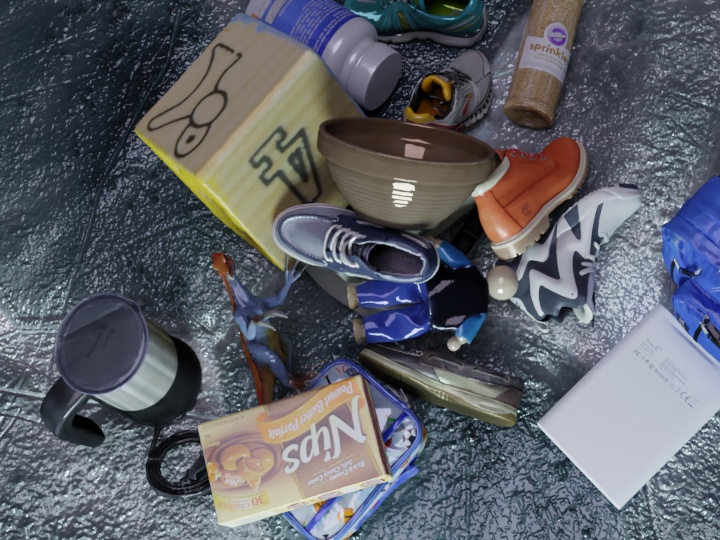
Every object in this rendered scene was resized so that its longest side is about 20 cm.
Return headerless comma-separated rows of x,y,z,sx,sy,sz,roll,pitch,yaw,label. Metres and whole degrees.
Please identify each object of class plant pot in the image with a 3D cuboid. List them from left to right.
0.045,-0.103,1.336,0.198,0.201,0.094,14,108,16,plant pot

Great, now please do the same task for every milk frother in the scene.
-0.250,0.154,1.414,0.198,0.188,0.182,23,79,19,milk frother

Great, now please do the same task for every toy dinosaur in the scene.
-0.127,0.070,1.395,0.181,0.105,0.200,42,107,-3,toy dinosaur

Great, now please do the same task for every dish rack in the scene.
0.072,-0.082,1.492,0.199,0.055,0.154,33,81,21,dish rack

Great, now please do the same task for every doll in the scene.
0.085,0.027,1.392,0.197,0.048,0.139,-10,85,4,doll

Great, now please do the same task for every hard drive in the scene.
0.318,0.153,1.373,0.200,0.025,0.132,-43,69,-4,hard drive

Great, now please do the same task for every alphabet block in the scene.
-0.117,-0.156,1.454,0.200,0.197,0.195,-47,40,-5,alphabet block

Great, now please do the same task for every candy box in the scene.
-0.073,0.204,1.351,0.197,0.055,0.117,-17,74,5,candy box

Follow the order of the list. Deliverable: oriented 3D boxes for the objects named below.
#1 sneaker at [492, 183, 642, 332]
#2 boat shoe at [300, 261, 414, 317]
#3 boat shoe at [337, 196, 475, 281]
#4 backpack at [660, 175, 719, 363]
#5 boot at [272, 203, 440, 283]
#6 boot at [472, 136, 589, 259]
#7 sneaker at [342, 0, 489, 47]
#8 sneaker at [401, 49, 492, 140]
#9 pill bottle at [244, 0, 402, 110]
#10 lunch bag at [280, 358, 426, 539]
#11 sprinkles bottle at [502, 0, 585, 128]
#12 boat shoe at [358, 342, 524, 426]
0.266,-0.003,1.409,0.197,0.080,0.131,-31,69,1,sneaker
0.000,0.000,1.478,0.199,0.073,0.068,33,60,26,boat shoe
0.048,-0.064,1.433,0.200,0.070,0.072,-34,59,-5,boat shoe
0.418,0.004,1.327,0.167,0.163,0.200,-40,70,-2,backpack
-0.010,-0.031,1.339,0.197,0.090,0.074,11,94,9,boot
0.198,-0.116,1.419,0.108,0.075,0.200,54,52,-16,boot
0.069,-0.346,1.567,0.197,0.080,0.079,6,73,15,sneaker
0.111,-0.214,1.490,0.077,0.083,0.201,19,50,18,sneaker
-0.047,-0.291,1.557,0.199,0.112,0.113,35,82,21,pill bottle
-0.021,0.212,1.406,0.160,0.076,0.200,40,85,19,lunch bag
0.234,-0.282,1.515,0.067,0.068,0.203,12,76,16,sprinkles bottle
0.097,0.120,1.414,0.198,0.072,0.067,21,72,13,boat shoe
